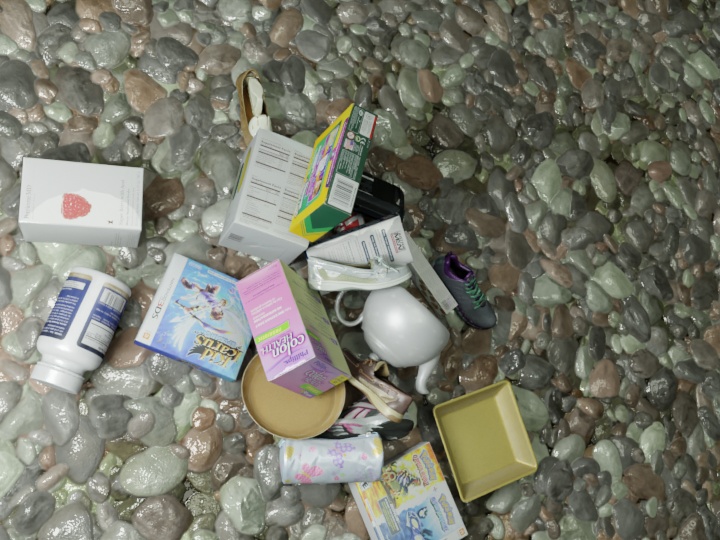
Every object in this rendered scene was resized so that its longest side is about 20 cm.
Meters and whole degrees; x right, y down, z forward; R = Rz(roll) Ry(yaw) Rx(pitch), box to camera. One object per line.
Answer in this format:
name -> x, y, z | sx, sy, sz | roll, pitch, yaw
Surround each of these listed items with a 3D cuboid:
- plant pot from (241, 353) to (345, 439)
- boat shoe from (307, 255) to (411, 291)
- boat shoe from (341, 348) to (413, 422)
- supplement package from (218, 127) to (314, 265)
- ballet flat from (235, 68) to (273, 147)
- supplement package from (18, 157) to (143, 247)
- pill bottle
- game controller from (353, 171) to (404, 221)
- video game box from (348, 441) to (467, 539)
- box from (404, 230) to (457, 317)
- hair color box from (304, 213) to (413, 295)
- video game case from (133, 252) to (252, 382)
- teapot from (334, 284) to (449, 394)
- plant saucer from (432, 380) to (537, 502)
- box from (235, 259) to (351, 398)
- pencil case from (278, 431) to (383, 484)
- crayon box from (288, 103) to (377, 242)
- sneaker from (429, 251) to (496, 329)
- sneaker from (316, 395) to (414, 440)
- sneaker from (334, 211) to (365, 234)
plant pot -> -0.128, 0.230, 1.323 | 0.198, 0.028, 0.201 | 8, 54, -11
boat shoe -> -0.001, 0.000, 1.321 | 0.200, 0.074, 0.065 | -3, 102, -5
boat shoe -> 0.028, 0.205, 1.346 | 0.072, 0.200, 0.072 | 25, 103, -48
supplement package -> -0.171, -0.139, 1.365 | 0.150, 0.152, 0.202 | 18, 70, -18
ballet flat -> -0.215, -0.328, 1.443 | 0.067, 0.072, 0.202 | -6, 79, -23
supplement package -> -0.498, -0.118, 1.249 | 0.198, 0.120, 0.122 | 2, 76, -21
pill bottle -> -0.486, 0.105, 1.199 | 0.110, 0.111, 0.201 | 23, 68, -14
game controller -> 0.006, -0.162, 1.446 | 0.199, 0.042, 0.105 | 21, 44, -21
video game box -> 0.095, 0.469, 1.368 | 0.181, 0.047, 0.201 | -21, 85, -27
box -> 0.135, 0.009, 1.509 | 0.041, 0.039, 0.201 | -36, 91, -27
hair color box -> -0.005, -0.033, 1.383 | 0.199, 0.061, 0.101 | -20, 100, -7
video game case -> -0.297, 0.089, 1.314 | 0.199, 0.045, 0.182 | 24, 70, -14
teapot -> 0.068, 0.121, 1.387 | 0.146, 0.200, 0.197 | -46, 137, -3
plant saucer -> 0.254, 0.355, 1.459 | 0.199, 0.048, 0.201 | -14, 81, -24
box -> -0.121, 0.111, 1.267 | 0.096, 0.176, 0.201 | -29, 64, 9
pencil case -> -0.054, 0.352, 1.300 | 0.198, 0.083, 0.091 | 0, 108, -9
crayon box -> -0.051, -0.170, 1.244 | 0.058, 0.172, 0.201 | 22, 69, -19
sneaker -> 0.234, 0.047, 1.511 | 0.200, 0.087, 0.074 | 46, 65, -4
sneaker -> 0.001, 0.292, 1.370 | 0.198, 0.081, 0.087 | -1, 38, -10
sneaker -> -0.051, -0.117, 1.452 | 0.112, 0.071, 0.202 | 8, 66, -23
